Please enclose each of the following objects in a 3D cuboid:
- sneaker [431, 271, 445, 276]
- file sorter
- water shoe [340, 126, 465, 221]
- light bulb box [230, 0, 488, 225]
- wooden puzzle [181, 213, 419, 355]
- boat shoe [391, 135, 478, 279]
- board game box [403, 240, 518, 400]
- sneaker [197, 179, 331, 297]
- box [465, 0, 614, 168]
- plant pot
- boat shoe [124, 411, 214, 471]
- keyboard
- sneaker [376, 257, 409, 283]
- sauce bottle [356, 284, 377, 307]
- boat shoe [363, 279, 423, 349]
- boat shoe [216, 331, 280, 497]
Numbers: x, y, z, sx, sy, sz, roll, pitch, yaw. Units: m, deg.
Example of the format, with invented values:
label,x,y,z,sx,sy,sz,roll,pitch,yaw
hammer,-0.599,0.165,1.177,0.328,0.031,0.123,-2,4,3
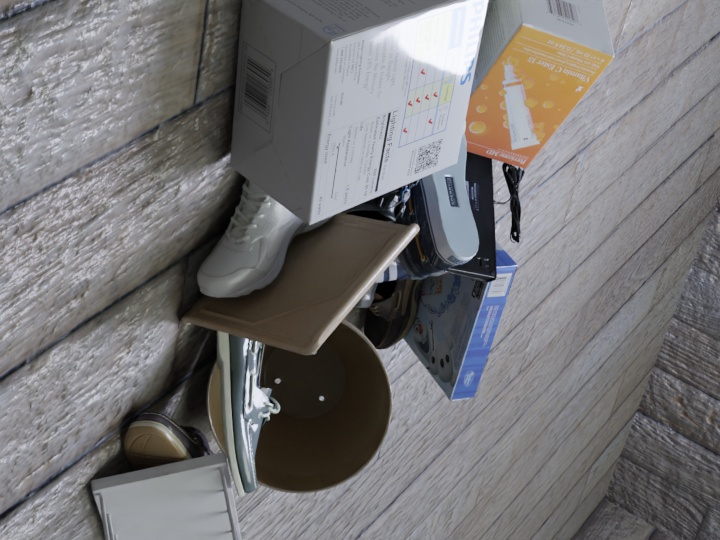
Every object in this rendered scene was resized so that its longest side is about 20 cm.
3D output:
label,x,y,z,sx,sy,sz,roll,pitch,yaw
sneaker,0.097,-0.084,1.848,0.095,0.079,0.201,149,-45,-64
file sorter,-0.188,0.304,1.571,0.138,0.125,0.201,-12,143,-7
water shoe,0.037,-0.090,1.578,0.200,0.079,0.071,-35,146,28
light bulb box,-0.003,-0.179,1.418,0.199,0.125,0.199,-24,138,-36
wooden puzzle,-0.059,0.009,1.512,0.185,0.199,0.037,-49,128,-31
boat shoe,0.069,-0.093,1.676,0.071,0.091,0.201,8,68,-39
board game box,0.109,0.024,1.913,0.043,0.199,0.201,-3,125,-29
sneaker,-0.101,-0.058,1.504,0.200,0.078,0.100,-50,140,-31
box,0.183,-0.229,1.742,0.200,0.124,0.098,126,-30,-44
plant pot,-0.064,0.131,1.677,0.134,0.199,0.201,-81,-164,-82
boat shoe,-0.192,0.195,1.599,0.200,0.071,0.065,63,34,-52
keyboard,0.142,-0.082,1.792,0.021,0.126,0.201,-33,-128,56
sneaker,0.000,0.000,1.721,0.199,0.070,0.109,7,129,-43
sauce bottle,0.028,-0.053,1.804,0.066,0.066,0.201,-19,134,-61
boat shoe,0.034,0.019,1.920,0.073,0.075,0.201,-9,133,-33
boat shoe,-0.114,0.131,1.564,0.073,0.061,0.201,129,-43,-78
